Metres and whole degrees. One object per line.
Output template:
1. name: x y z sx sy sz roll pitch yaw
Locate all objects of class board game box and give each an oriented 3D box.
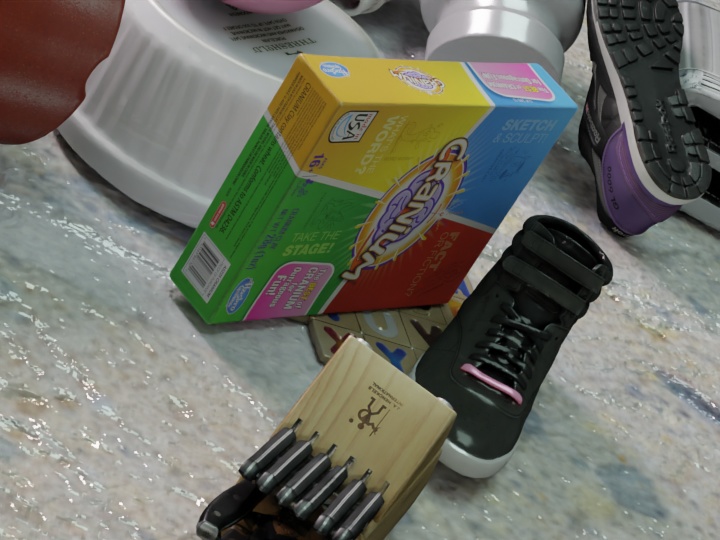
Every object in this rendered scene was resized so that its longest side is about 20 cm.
1. board game box: 0.010 -0.045 1.283 0.200 0.153 0.040 -4 45 -48

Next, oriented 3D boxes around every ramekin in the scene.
1. ramekin: -0.075 -0.108 1.365 0.202 0.094 0.203 22 26 -11

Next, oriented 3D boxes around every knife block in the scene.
1. knife block: -0.033 0.125 1.092 0.064 0.176 0.200 36 -17 7

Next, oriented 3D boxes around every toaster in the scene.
1. toaster: 0.259 -0.107 1.695 0.200 0.114 0.129 30 30 -12

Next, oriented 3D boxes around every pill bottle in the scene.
1. pill bottle: 0.103 -0.212 1.642 0.115 0.116 0.201 22 56 -18

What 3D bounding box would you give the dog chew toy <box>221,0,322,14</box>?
1. dog chew toy: -0.033 -0.245 1.317 0.124 0.200 0.125 22 27 -12

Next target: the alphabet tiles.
1. alphabet tiles: 0.000 0.000 1.371 0.166 0.006 0.200 17 31 -26

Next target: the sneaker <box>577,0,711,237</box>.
1. sneaker: 0.173 -0.120 1.611 0.075 0.088 0.201 11 59 -29

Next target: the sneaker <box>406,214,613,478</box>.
1. sneaker: 0.083 0.032 1.291 0.071 0.099 0.200 33 29 -1

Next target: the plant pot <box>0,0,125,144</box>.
1. plant pot: -0.238 -0.159 1.209 0.195 0.201 0.201 18 29 -42

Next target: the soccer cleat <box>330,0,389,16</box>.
1. soccer cleat: 0.005 -0.211 1.674 0.199 0.070 0.087 6 60 -44
